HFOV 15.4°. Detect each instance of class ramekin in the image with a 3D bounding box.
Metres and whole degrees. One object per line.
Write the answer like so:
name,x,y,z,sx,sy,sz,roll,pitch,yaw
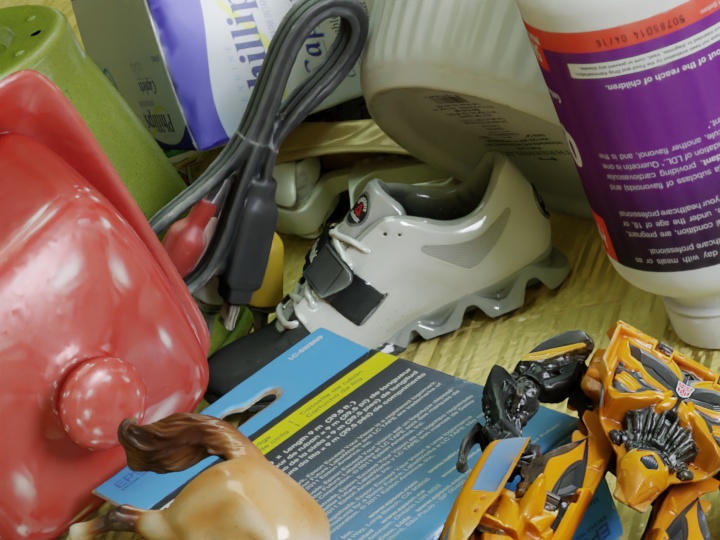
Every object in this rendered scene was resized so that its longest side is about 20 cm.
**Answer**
ramekin,0.094,-0.105,1.357,0.200,0.200,0.105,7,71,47

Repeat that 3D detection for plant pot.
plant pot,-0.182,-0.032,1.434,0.199,0.194,0.201,-18,25,9

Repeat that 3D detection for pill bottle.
pill bottle,0.150,-0.068,1.222,0.112,0.201,0.113,-18,25,9

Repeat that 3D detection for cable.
cable,-0.063,-0.055,1.350,0.097,0.201,0.050,8,17,-29

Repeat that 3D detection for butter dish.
butter dish,-0.150,0.044,1.229,0.200,0.200,0.148,-42,33,-19

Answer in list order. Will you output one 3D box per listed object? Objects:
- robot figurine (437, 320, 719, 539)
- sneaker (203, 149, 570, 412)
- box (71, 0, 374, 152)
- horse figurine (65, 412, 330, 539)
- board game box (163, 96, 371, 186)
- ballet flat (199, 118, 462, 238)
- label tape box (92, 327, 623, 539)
robot figurine,0.100,0.100,1.034,0.145,0.058,0.200,28,48,3
sneaker,0.000,0.000,1.349,0.199,0.089,0.074,-26,26,-4
box,-0.047,-0.149,1.552,0.199,0.105,0.184,-21,9,-17
horse figurine,-0.042,0.134,1.034,0.132,0.201,0.050,-32,-16,27
board game box,-0.027,-0.085,1.618,0.199,0.024,0.105,-19,23,7
ballet flat,-0.010,-0.050,1.487,0.199,0.069,0.063,-10,42,28
label tape box,-0.004,0.106,1.165,0.144,0.064,0.200,-35,28,-24
